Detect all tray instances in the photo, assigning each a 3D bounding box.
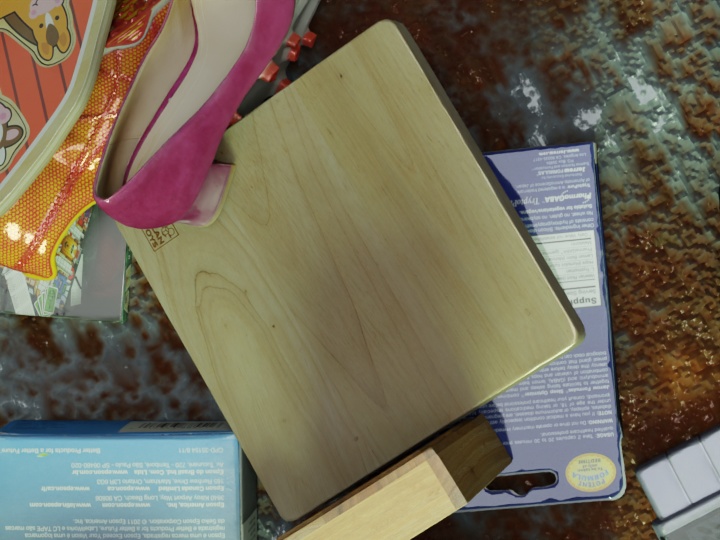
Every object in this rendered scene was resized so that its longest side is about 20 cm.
[{"bbox_3d":[0.018,0.120,1.226,0.099,0.200,0.037,-33,86,9],"label":"tray"}]

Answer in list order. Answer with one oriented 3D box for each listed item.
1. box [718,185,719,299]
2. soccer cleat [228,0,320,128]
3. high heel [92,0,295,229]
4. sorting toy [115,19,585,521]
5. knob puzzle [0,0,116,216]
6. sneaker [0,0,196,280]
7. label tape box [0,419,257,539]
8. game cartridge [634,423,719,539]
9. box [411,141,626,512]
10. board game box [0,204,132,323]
[{"bbox_3d":[0.293,-0.062,1.221,0.199,0.197,0.118,3,48,5],"label":"box"},{"bbox_3d":[-0.055,-0.160,1.326,0.077,0.069,0.200,29,87,9],"label":"soccer cleat"},{"bbox_3d":[-0.092,-0.120,1.240,0.067,0.096,0.201,20,95,26],"label":"high heel"},{"bbox_3d":[0.000,0.000,1.294,0.199,0.070,0.200,-33,80,21],"label":"sorting toy"},{"bbox_3d":[-0.224,-0.119,1.299,0.219,0.030,0.220,-9,67,21],"label":"knob puzzle"},{"bbox_3d":[-0.145,-0.087,1.320,0.077,0.073,0.200,35,92,-28],"label":"sneaker"},{"bbox_3d":[-0.133,0.187,1.340,0.144,0.063,0.201,0,94,5],"label":"label tape box"},{"bbox_3d":[0.252,0.173,1.324,0.129,0.038,0.200,-28,89,1],"label":"game cartridge"},{"bbox_3d":[0.082,0.033,1.333,0.121,0.032,0.201,-5,90,6],"label":"box"},{"bbox_3d":[-0.178,-0.074,1.357,0.104,0.023,0.201,5,92,6],"label":"board game box"}]
